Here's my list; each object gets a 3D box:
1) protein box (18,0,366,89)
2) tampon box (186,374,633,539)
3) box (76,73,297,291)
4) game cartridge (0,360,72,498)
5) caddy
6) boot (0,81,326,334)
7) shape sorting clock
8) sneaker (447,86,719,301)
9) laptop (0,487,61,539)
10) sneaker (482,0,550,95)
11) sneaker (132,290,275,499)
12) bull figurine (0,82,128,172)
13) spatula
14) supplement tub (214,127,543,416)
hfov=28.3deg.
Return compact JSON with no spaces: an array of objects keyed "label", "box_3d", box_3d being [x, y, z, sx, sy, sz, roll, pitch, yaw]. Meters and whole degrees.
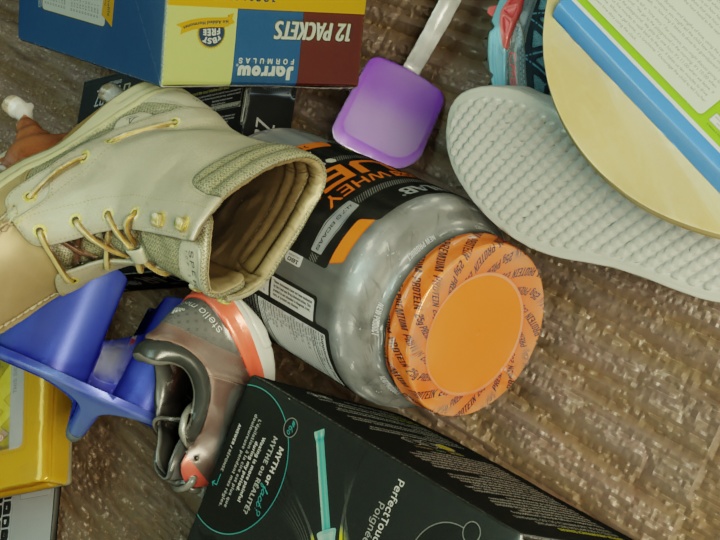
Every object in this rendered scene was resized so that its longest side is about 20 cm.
[{"label":"protein box","box_3d":[-0.102,-0.222,0.861,0.200,0.135,0.199,24,113,50]},{"label":"tampon box","box_3d":[0.021,0.164,0.719,0.200,0.126,0.150,25,95,45]},{"label":"box","box_3d":[-0.136,-0.069,1.017,0.200,0.044,0.160,-6,72,43]},{"label":"game cartridge","box_3d":[-0.284,0.070,1.043,0.176,0.032,0.200,-15,69,29]},{"label":"caddy","box_3d":[-0.161,0.059,0.899,0.105,0.141,0.200,-67,9,-9]},{"label":"boot","box_3d":[-0.128,-0.015,0.759,0.200,0.072,0.155,-43,43,-18]},{"label":"shape sorting clock","box_3d":[0.181,-0.105,0.626,0.200,0.039,0.200,-5,72,15]},{"label":"sneaker","box_3d":[0.135,-0.040,0.702,0.200,0.082,0.074,31,119,34]},{"label":"laptop","box_3d":[-0.328,0.136,1.082,0.200,0.116,0.187,-16,66,41]},{"label":"sneaker","box_3d":[0.133,-0.152,0.756,0.095,0.079,0.200,17,88,44]},{"label":"sneaker","box_3d":[-0.083,0.108,0.814,0.077,0.082,0.200,6,121,48]},{"label":"bull figurine","box_3d":[-0.178,-0.066,0.896,0.121,0.200,0.065,48,132,43]},{"label":"spatula","box_3d":[0.050,-0.155,0.867,0.200,0.056,0.021,-62,8,-2]},{"label":"supplement tub","box_3d":[0.000,0.000,0.802,0.200,0.123,0.123,27,95,46]}]
